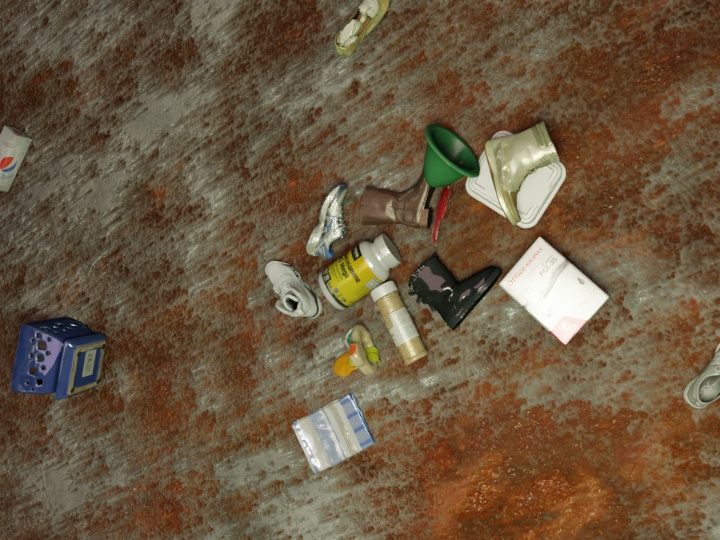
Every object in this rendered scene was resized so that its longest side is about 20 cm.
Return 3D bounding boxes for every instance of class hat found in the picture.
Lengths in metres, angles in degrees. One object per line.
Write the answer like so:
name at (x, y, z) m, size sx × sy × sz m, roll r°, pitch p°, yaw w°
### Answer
hat at (0.170, -0.217, 1.409) m, size 0.164 × 0.202 × 0.177 m, roll 31°, pitch 125°, yaw -12°

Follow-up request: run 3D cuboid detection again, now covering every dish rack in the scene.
dish rack at (0.359, -0.217, 1.392) m, size 0.198 × 0.043 × 0.174 m, roll 35°, pitch 100°, yaw 16°

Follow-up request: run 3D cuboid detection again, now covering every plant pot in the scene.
plant pot at (-0.878, 0.263, 1.762) m, size 0.176 × 0.200 × 0.205 m, roll 13°, pitch 94°, yaw 12°

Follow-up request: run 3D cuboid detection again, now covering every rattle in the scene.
rattle at (-0.039, 0.202, 1.448) m, size 0.140 × 0.199 × 0.134 m, roll -4°, pitch 88°, yaw 19°

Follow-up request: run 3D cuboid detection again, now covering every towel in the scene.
towel at (-0.073, 0.425, 1.552) m, size 0.198 × 0.024 × 0.149 m, roll -30°, pitch 80°, yaw 17°

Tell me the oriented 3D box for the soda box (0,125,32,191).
soda box at (-1.153, -0.362, 1.936) m, size 0.068 × 0.063 × 0.202 m, roll 35°, pitch 101°, yaw 16°

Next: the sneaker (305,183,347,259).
sneaker at (-0.066, -0.122, 1.539) m, size 0.084 × 0.077 × 0.203 m, roll 25°, pitch 105°, yaw 8°

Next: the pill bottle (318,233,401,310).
pill bottle at (0.000, 0.000, 1.483) m, size 0.198 × 0.112 × 0.114 m, roll -36°, pitch 78°, yaw 16°

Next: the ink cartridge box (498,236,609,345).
ink cartridge box at (0.431, 0.044, 1.340) m, size 0.200 × 0.083 × 0.147 m, roll 43°, pitch 103°, yaw 15°

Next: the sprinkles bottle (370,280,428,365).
sprinkles bottle at (0.096, 0.129, 1.470) m, size 0.067 × 0.068 × 0.203 m, roll -29°, pitch 80°, yaw 17°

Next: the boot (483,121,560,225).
boot at (0.371, -0.217, 1.330) m, size 0.152 × 0.072 × 0.205 m, roll -17°, pitch 84°, yaw 16°

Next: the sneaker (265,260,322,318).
sneaker at (-0.191, 0.047, 1.551) m, size 0.200 × 0.115 × 0.075 m, roll 44°, pitch 103°, yaw 15°

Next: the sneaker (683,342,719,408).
sneaker at (0.754, 0.208, 1.220) m, size 0.074 × 0.082 × 0.202 m, roll 35°, pitch 101°, yaw 17°

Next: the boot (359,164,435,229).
boot at (0.087, -0.201, 1.486) m, size 0.196 × 0.064 × 0.191 m, roll 8°, pitch 90°, yaw 25°

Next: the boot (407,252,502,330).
boot at (0.220, 0.024, 1.427) m, size 0.163 × 0.073 × 0.199 m, roll 45°, pitch 104°, yaw 18°

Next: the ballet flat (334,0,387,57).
ballet flat at (0.002, -0.637, 1.516) m, size 0.071 × 0.070 × 0.201 m, roll 44°, pitch 103°, yaw 15°
